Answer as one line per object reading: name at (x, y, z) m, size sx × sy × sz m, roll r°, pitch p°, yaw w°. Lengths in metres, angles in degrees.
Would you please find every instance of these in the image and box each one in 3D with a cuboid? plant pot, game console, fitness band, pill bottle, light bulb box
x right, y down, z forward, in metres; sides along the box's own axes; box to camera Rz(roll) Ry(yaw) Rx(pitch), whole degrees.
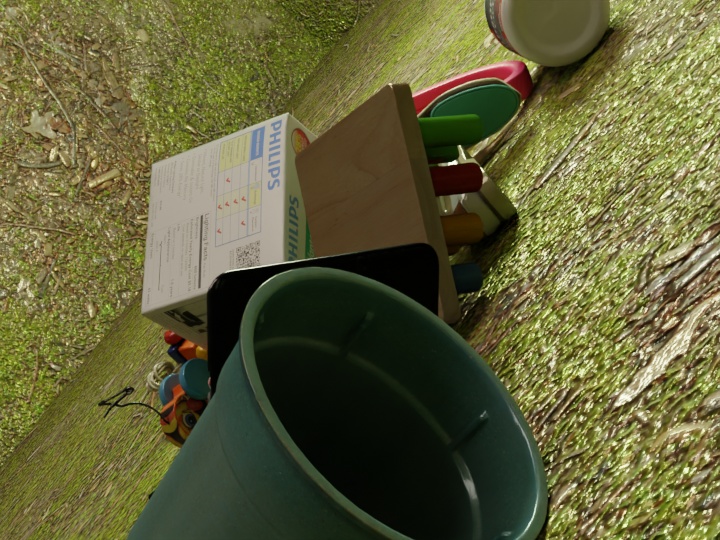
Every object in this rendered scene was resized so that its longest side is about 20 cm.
plant pot at (-0.029, 0.138, 0.780) m, size 0.196 × 0.200 × 0.200 m, roll -52°, pitch 8°, yaw 30°
game console at (-0.047, 0.077, 0.960) m, size 0.199 × 0.117 × 0.176 m, roll -8°, pitch -19°, yaw -39°
fitness band at (0.099, -0.185, 1.538) m, size 0.199 × 0.038 × 0.144 m, roll -23°, pitch 16°, yaw 4°
pill bottle at (0.198, -0.289, 1.488) m, size 0.116 × 0.116 × 0.200 m, roll -47°, pitch 11°, yaw 8°
light bulb box at (-0.128, -0.040, 1.521) m, size 0.199 × 0.125 × 0.199 m, roll -16°, pitch 60°, yaw 29°

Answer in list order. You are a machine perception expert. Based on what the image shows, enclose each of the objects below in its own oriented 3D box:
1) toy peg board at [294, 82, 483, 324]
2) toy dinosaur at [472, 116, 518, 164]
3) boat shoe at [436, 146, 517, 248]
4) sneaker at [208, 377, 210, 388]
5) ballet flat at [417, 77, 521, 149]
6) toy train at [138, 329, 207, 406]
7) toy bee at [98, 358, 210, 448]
toy peg board at (0.043, -0.039, 1.187) m, size 0.097 × 0.200 × 0.200 m, roll -8°, pitch -10°, yaw -28°
toy dinosaur at (0.086, -0.092, 1.458) m, size 0.200 × 0.058 × 0.101 m, roll -38°, pitch 26°, yaw -12°
boat shoe at (0.090, -0.074, 1.284) m, size 0.068 × 0.075 × 0.200 m, roll -41°, pitch 13°, yaw 6°
sneaker at (-0.118, 0.123, 1.389) m, size 0.070 × 0.082 × 0.200 m, roll -49°, pitch 11°, yaw -3°
ballet flat at (0.074, -0.148, 1.429) m, size 0.199 × 0.068 × 0.062 m, roll -30°, pitch 23°, yaw 3°
toy train at (-0.208, 0.108, 1.814) m, size 0.115 × 0.085 × 0.200 m, roll -8°, pitch 40°, yaw 53°
toy bee at (-0.190, 0.162, 1.542) m, size 0.199 × 0.109 × 0.131 m, roll -26°, pitch -6°, yaw -23°
